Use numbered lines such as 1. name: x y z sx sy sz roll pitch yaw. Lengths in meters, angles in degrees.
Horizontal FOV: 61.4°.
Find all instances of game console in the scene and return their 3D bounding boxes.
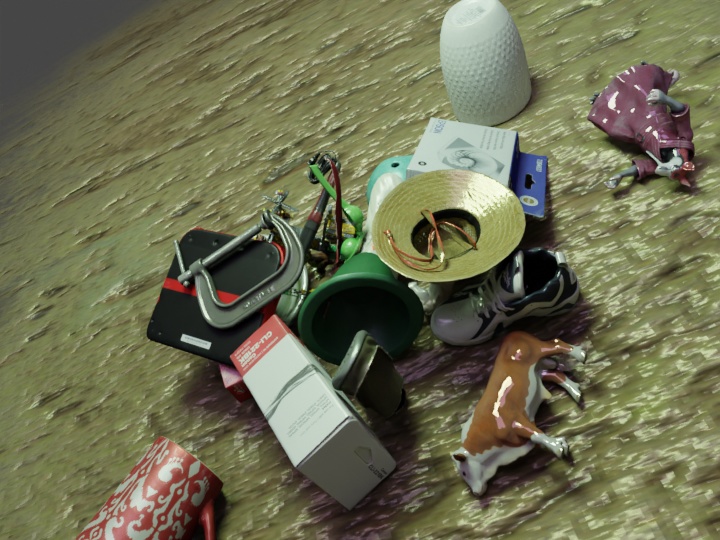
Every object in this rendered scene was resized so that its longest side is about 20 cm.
1. game console: -0.201 0.033 0.860 0.195 0.031 0.181 11 76 27

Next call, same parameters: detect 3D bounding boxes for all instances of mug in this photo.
1. mug: 0.205 -0.384 1.058 0.144 0.177 0.203 -20 45 10
2. mug: -0.255 0.338 0.755 0.202 0.177 0.133 -56 13 -29

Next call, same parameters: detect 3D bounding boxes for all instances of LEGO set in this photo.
1. LEGO set: -0.077 -0.033 0.904 0.195 0.117 0.156 21 55 5

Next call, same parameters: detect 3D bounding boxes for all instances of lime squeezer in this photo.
1. lime squeezer: -0.026 -0.046 0.848 0.069 0.206 0.037 -11 13 -29

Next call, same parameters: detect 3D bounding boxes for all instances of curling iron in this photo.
1. curling iron: -0.074 -0.072 0.862 0.048 0.025 0.205 16 89 23

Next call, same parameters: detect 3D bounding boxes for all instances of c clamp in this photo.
1. c clamp: -0.170 -0.015 0.831 0.196 0.027 0.174 -27 63 13

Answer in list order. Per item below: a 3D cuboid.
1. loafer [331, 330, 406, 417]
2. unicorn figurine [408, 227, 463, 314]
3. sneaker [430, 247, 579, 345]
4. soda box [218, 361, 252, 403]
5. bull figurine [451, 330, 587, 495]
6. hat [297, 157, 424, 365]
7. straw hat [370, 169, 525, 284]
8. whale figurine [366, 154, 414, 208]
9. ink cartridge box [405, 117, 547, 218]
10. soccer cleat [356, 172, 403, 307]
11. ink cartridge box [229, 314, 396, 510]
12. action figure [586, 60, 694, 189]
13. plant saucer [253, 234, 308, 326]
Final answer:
1. loafer: 0.022 0.128 0.717 0.068 0.200 0.076 26 80 19
2. unicorn figurine: 0.114 -0.030 0.856 0.197 0.074 0.140 -29 86 -16
3. sneaker: 0.171 0.025 0.750 0.194 0.130 0.081 -12 60 15
4. soda box: -0.183 0.082 0.885 0.069 0.064 0.203 -24 58 -4
5. bull figurine: 0.180 0.158 0.686 0.119 0.066 0.203 9 59 29
6. hat: 0.000 0.000 0.826 0.161 0.202 0.179 12 42 -15
7. straw hat: 0.108 -0.032 0.771 0.195 0.086 0.204 -5 46 5
8. whale figurine: 0.099 -0.148 0.966 0.197 0.105 0.160 -32 43 -4
9. ink cartridge box: 0.179 -0.159 0.891 0.194 0.041 0.201 12 37 10
10. soccer cleat: 0.031 -0.042 0.873 0.068 0.077 0.206 6 88 27
11. ink cartridge box: -0.059 0.172 0.746 0.083 0.145 0.200 -41 45 -6
12. action figure: 0.413 -0.190 0.859 0.145 0.135 0.203 1 51 -29
13. plant saucer: -0.174 0.039 0.976 0.194 0.051 0.205 -5 59 9
